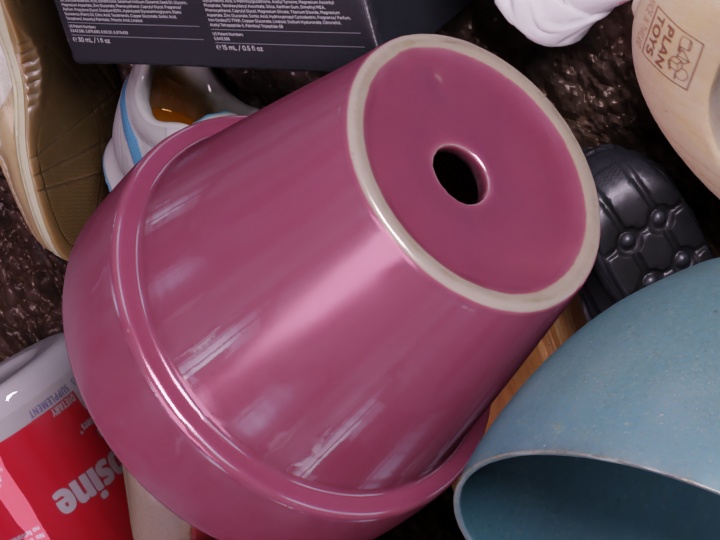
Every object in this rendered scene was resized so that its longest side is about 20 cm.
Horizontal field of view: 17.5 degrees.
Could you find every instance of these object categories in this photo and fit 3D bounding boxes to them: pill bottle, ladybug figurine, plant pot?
[{"bbox_3d":[-0.163,0.147,1.366,0.112,0.112,0.201,-21,104,48],"label":"pill bottle"},{"bbox_3d":[0.197,-0.067,0.912,0.199,0.072,0.136,34,138,18],"label":"ladybug figurine"},{"bbox_3d":[0.000,0.000,0.996,0.200,0.200,0.179,51,135,-1],"label":"plant pot"},{"bbox_3d":[0.154,0.074,0.943,0.199,0.135,0.200,22,154,11],"label":"plant pot"}]

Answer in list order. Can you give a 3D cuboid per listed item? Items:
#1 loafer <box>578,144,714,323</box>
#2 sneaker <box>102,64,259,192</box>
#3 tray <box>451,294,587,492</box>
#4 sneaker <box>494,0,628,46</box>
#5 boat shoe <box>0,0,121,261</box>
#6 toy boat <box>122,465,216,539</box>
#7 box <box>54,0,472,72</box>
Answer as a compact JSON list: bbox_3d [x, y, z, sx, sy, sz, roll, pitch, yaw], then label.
[{"bbox_3d":[0.143,0.030,1.049,0.201,0.068,0.070,62,174,-23],"label":"loafer"},{"bbox_3d":[-0.069,-0.028,1.140,0.200,0.076,0.081,54,144,33],"label":"sneaker"},{"bbox_3d":[0.071,0.048,1.141,0.098,0.037,0.201,0,120,42],"label":"tray"},{"bbox_3d":[0.068,-0.194,0.945,0.099,0.078,0.200,-22,111,40],"label":"sneaker"},{"bbox_3d":[-0.175,-0.104,1.229,0.066,0.074,0.201,7,114,42],"label":"boat shoe"},{"bbox_3d":[-0.062,0.079,1.227,0.200,0.130,0.131,99,162,-65],"label":"toy boat"},{"bbox_3d":[-0.062,-0.171,1.065,0.199,0.079,0.142,7,127,39],"label":"box"}]
